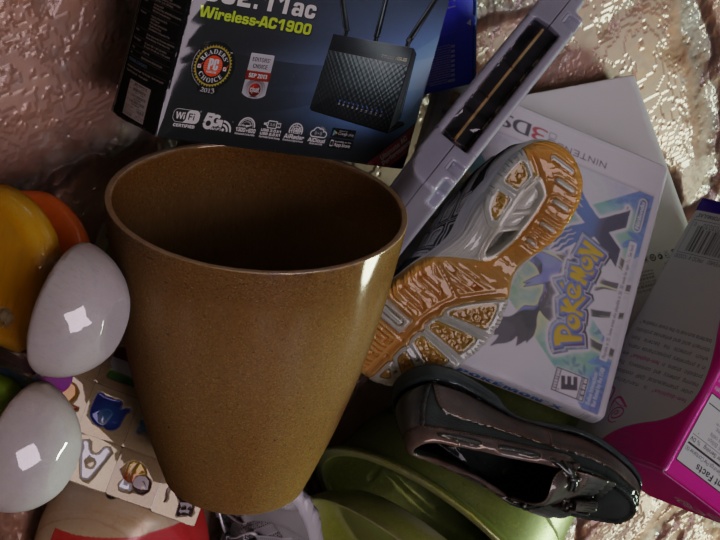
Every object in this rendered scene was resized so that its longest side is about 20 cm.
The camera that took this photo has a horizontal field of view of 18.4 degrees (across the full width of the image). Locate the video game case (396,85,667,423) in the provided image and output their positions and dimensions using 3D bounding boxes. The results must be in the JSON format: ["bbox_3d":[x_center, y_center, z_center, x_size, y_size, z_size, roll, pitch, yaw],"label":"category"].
[{"bbox_3d":[0.111,-0.016,1.554,0.182,0.022,0.200,22,70,-12],"label":"video game case"}]

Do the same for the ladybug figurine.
[{"bbox_3d":[-0.158,0.215,1.528,0.136,0.072,0.200,-16,119,-31],"label":"ladybug figurine"}]

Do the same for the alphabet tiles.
[{"bbox_3d":[-0.120,0.060,1.477,0.166,0.006,0.200,22,84,-21],"label":"alphabet tiles"}]

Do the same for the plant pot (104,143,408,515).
[{"bbox_3d":[-0.072,0.047,1.401,0.186,0.186,0.200,-12,121,-32],"label":"plant pot"}]

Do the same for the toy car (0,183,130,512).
[{"bbox_3d":[-0.229,0.042,1.362,0.150,0.175,0.200,-12,123,-75],"label":"toy car"}]

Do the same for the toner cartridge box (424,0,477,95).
[{"bbox_3d":[-0.013,-0.155,1.489,0.200,0.043,0.095,-16,120,-31],"label":"toner cartridge box"}]

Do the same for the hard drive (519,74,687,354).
[{"bbox_3d":[0.179,-0.038,1.620,0.132,0.027,0.200,-13,80,-33],"label":"hard drive"}]

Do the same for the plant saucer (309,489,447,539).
[{"bbox_3d":[0.041,0.221,1.599,0.031,0.200,0.200,-49,131,-20],"label":"plant saucer"}]

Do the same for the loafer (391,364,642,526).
[{"bbox_3d":[0.103,0.132,1.472,0.200,0.063,0.072,28,129,-23],"label":"loafer"}]

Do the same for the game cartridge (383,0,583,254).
[{"bbox_3d":[0.070,-0.092,1.475,0.200,0.040,0.133,-51,175,-33],"label":"game cartridge"}]

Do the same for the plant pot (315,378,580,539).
[{"bbox_3d":[0.100,0.124,1.624,0.190,0.200,0.200,-53,132,-22],"label":"plant pot"}]

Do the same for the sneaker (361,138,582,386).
[{"bbox_3d":[0.070,-0.004,1.490,0.076,0.088,0.200,44,89,-14],"label":"sneaker"}]

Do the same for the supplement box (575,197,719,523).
[{"bbox_3d":[0.254,0.065,1.561,0.103,0.101,0.200,38,79,-35],"label":"supplement box"}]

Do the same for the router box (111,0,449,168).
[{"bbox_3d":[-0.044,-0.152,1.398,0.200,0.062,0.150,5,106,-37],"label":"router box"}]

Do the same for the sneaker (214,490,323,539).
[{"bbox_3d":[-0.072,0.194,1.581,0.082,0.075,0.200,-41,129,-16],"label":"sneaker"}]
